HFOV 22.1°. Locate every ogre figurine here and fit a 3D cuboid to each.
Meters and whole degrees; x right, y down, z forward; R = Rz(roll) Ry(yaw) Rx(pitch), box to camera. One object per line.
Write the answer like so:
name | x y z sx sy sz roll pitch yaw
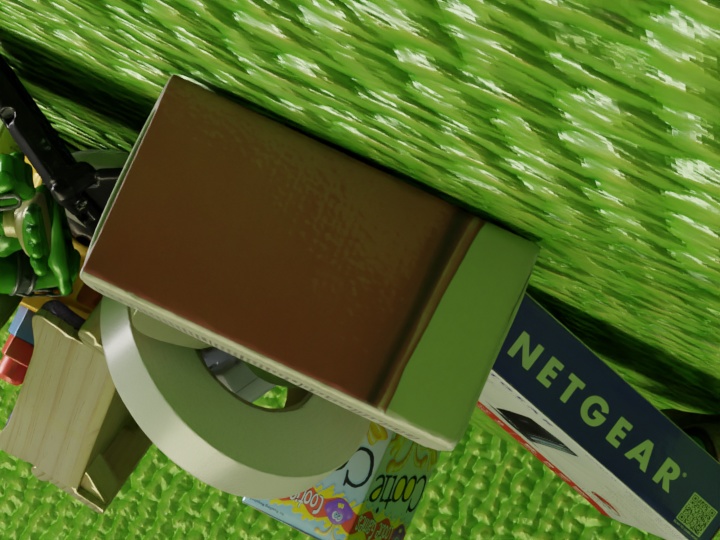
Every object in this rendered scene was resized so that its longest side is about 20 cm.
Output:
ogre figurine | -0.243 -0.022 1.127 0.119 0.099 0.200 -5 -176 0

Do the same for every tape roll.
tape roll | -0.078 0.053 1.218 0.202 0.204 0.037 27 133 -27

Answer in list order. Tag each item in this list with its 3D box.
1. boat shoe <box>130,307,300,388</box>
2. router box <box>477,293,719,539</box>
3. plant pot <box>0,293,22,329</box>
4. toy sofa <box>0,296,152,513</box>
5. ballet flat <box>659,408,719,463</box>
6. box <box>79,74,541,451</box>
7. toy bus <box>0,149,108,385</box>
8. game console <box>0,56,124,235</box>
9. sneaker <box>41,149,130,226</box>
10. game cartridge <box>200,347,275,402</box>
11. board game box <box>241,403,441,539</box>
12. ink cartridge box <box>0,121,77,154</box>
boat shoe | -0.066 0.023 1.162 0.199 0.071 0.063 20 -137 -40
router box | 0.122 0.083 1.147 0.200 0.049 0.179 41 172 -9
plant pot | -0.332 -0.031 1.264 0.200 0.201 0.193 18 154 53
toy sofa | -0.184 0.075 1.301 0.097 0.083 0.201 31 140 3
ballet flat | 0.228 0.125 1.241 0.067 0.069 0.200 -15 -177 -12
box | -0.026 0.000 0.922 0.199 0.110 0.128 25 175 -2
toy bus | -0.192 0.015 1.417 0.199 0.193 0.136 25 174 -16
game console | -0.140 -0.086 1.104 0.176 0.116 0.200 55 175 3
sneaker | -0.137 -0.017 1.305 0.198 0.089 0.075 21 149 -9
game cartridge | -0.072 0.047 1.401 0.042 0.133 0.200 52 176 -14
board game box | 0.006 0.122 1.488 0.102 0.201 0.105 22 175 28
ink cartridge box | -0.327 -0.097 1.547 0.199 0.076 0.148 20 173 34
